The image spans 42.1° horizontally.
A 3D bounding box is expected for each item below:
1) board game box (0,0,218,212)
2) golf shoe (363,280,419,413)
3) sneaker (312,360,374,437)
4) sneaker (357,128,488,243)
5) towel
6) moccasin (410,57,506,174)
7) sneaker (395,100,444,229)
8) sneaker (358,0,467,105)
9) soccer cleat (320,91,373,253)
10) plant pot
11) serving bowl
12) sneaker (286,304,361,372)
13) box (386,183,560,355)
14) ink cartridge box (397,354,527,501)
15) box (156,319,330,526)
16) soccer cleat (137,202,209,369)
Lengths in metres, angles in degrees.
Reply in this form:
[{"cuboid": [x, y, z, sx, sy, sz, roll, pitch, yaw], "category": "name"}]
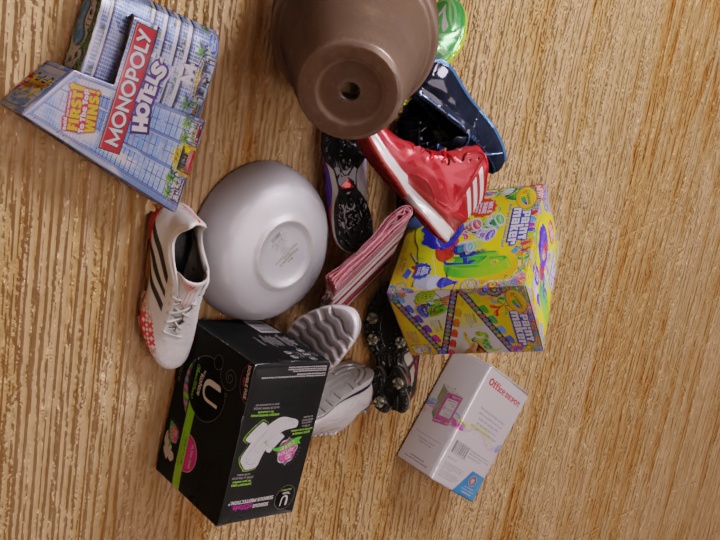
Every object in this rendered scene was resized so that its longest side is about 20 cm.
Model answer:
[{"cuboid": [-0.251, -0.184, 0.956, 0.198, 0.061, 0.204, 14, 96, -47], "category": "board game box"}, {"cuboid": [0.051, 0.106, 1.373, 0.088, 0.076, 0.204, -34, 129, -63], "category": "golf shoe"}, {"cuboid": [-0.058, 0.200, 1.296, 0.198, 0.076, 0.082, -20, 129, -35], "category": "sneaker"}, {"cuboid": [0.084, -0.141, 1.166, 0.115, 0.078, 0.200, -43, 123, -3], "category": "sneaker"}, {"cuboid": [0.000, 0.000, 1.217, 0.144, 0.023, 0.200, -44, 171, -19], "category": "towel"}, {"cuboid": [0.118, -0.189, 1.221, 0.200, 0.080, 0.069, 45, 73, -33], "category": "moccasin"}, {"cuboid": [0.075, -0.162, 1.279, 0.077, 0.069, 0.204, 15, 90, -43], "category": "sneaker"}, {"cuboid": [0.068, -0.288, 1.212, 0.201, 0.073, 0.084, -50, 138, -16], "category": "sneaker"}, {"cuboid": [-0.022, -0.125, 1.209, 0.067, 0.073, 0.205, -6, 95, -16], "category": "soccer cleat"}, {"cuboid": [-0.009, -0.238, 1.027, 0.196, 0.176, 0.203, 2, 126, 2], "category": "plant pot"}, {"cuboid": [-0.110, -0.029, 1.153, 0.198, 0.065, 0.204, -18, 117, -38], "category": "serving bowl"}, {"cuboid": [-0.059, 0.101, 1.212, 0.082, 0.075, 0.200, -26, 167, -50], "category": "sneaker"}, {"cuboid": [0.161, -0.001, 1.283, 0.202, 0.189, 0.123, -70, 146, -43], "category": "box"}, {"cuboid": [0.170, 0.251, 1.522, 0.144, 0.084, 0.202, 37, 81, -46], "category": "ink cartridge box"}, {"cuboid": [-0.146, 0.179, 1.142, 0.123, 0.147, 0.204, 4, 105, -45], "category": "box"}, {"cuboid": [-0.207, 0.024, 1.066, 0.068, 0.085, 0.204, -9, 112, -41], "category": "soccer cleat"}]
